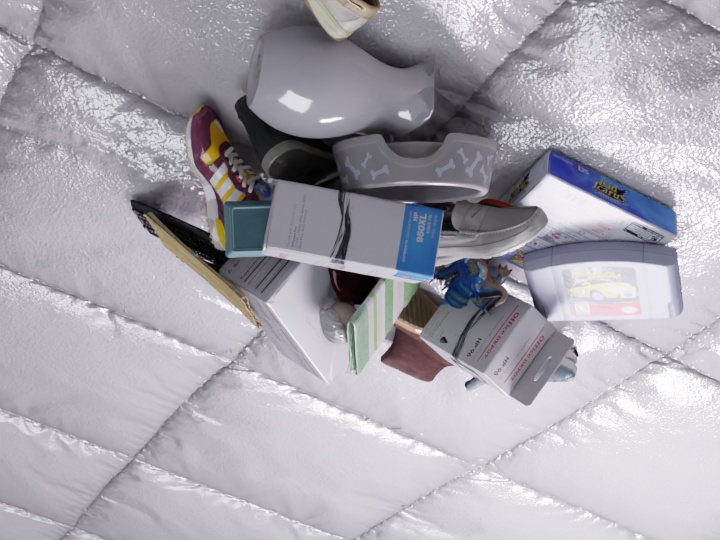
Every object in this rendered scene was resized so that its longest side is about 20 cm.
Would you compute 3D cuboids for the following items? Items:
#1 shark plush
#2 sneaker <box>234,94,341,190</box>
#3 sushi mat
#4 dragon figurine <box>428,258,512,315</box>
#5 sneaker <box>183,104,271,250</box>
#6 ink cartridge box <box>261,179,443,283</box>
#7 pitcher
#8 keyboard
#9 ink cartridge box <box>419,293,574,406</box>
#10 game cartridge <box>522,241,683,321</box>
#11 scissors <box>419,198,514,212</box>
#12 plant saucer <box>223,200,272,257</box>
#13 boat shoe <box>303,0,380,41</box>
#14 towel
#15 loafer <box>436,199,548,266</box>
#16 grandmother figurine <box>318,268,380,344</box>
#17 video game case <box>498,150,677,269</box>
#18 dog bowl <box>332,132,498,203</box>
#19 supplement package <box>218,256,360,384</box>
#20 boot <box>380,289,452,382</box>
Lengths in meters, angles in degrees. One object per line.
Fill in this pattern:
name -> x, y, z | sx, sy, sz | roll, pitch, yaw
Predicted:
shark plush -> 0.237, 0.147, 1.736 | 0.198, 0.084, 0.091 | -11, 139, 28
sneaker -> -0.076, -0.158, 1.433 | 0.074, 0.107, 0.200 | -36, 157, 14
sushi mat -> -0.209, 0.001, 1.536 | 0.199, 0.012, 0.096 | 39, 164, 24
dragon figurine -> 0.152, 0.024, 1.541 | 0.058, 0.201, 0.100 | 12, 117, -26
sneaker -> -0.159, -0.118, 1.461 | 0.089, 0.075, 0.202 | 1, 122, 23
ink cartridge box -> -0.014, -0.044, 1.358 | 0.197, 0.085, 0.145 | 10, 177, -6
pitcher -> -0.034, -0.197, 1.325 | 0.197, 0.123, 0.172 | 9, 153, -17
keyboard -> -0.240, -0.034, 1.598 | 0.199, 0.021, 0.127 | 23, 158, 43
ink cartridge box -> 0.184, 0.092, 1.567 | 0.068, 0.117, 0.199 | 41, 172, -34
game cartridge -> 0.317, 0.015, 1.499 | 0.197, 0.041, 0.134 | -3, 139, 20
scissors -> 0.122, -0.085, 1.474 | 0.198, 0.014, 0.074 | 27, 141, 16
plant saucer -> -0.071, -0.055, 1.436 | 0.197, 0.071, 0.019 | -2, -179, -8
boat shoe -> -0.050, -0.330, 1.187 | 0.066, 0.075, 0.200 | -24, 134, 22
towel -> 0.038, 0.031, 1.537 | 0.023, 0.201, 0.153 | 27, 152, 16
loafer -> 0.138, -0.054, 1.426 | 0.198, 0.070, 0.070 | -12, 114, 35
grandmother figurine -> 0.000, 0.000, 1.499 | 0.121, 0.202, 0.060 | 25, 177, -42
video game case -> 0.274, -0.054, 1.485 | 0.198, 0.046, 0.181 | 24, 142, -16
dog bowl -> 0.065, -0.118, 1.361 | 0.197, 0.060, 0.200 | -1, 177, 0
supplement package -> -0.069, 0.024, 1.567 | 0.110, 0.156, 0.201 | 28, 160, 40
boot -> 0.070, 0.104, 1.734 | 0.198, 0.073, 0.166 | 22, 141, -21
